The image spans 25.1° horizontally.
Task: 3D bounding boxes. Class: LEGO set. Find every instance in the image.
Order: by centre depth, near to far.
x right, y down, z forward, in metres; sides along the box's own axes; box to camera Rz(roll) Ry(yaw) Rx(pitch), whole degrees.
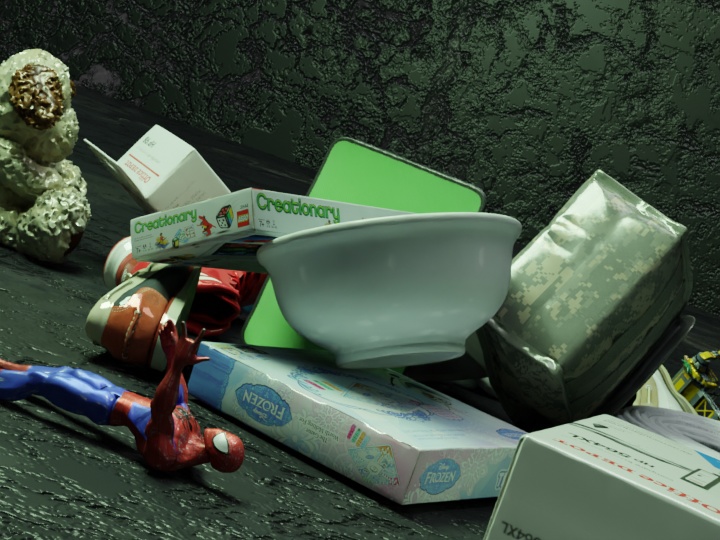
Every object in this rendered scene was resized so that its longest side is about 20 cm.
[{"bbox_3d":[0.413,0.129,1.598,0.199,0.116,0.154,21,30,-33],"label":"LEGO set"}]

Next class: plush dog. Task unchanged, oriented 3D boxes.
[{"bbox_3d":[-0.314,-0.118,1.478,0.159,0.174,0.200,17,8,-14],"label":"plush dog"}]

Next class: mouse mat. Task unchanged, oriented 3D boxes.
[{"bbox_3d":[0.000,0.000,1.331,0.160,0.202,0.008,23,-4,30],"label":"mouse mat"}]

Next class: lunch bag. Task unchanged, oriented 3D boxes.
[{"bbox_3d":[0.187,0.050,1.317,0.117,0.164,0.201,38,-15,29],"label":"lunch bag"}]

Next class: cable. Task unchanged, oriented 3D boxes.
[{"bbox_3d":[0.288,0.171,1.305,0.198,0.070,0.200,17,8,-14],"label":"cable"}]

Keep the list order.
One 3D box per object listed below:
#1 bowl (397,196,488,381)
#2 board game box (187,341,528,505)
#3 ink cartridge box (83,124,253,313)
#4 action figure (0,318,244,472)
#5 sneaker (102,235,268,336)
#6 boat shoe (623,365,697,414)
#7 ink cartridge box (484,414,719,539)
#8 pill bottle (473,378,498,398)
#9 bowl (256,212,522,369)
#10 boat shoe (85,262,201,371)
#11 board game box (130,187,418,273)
[{"bbox_3d":[0.055,0.031,1.423,0.200,0.075,0.199,41,-25,-24],"label":"bowl"},{"bbox_3d":[0.011,0.108,1.161,0.198,0.044,0.199,22,7,34],"label":"board game box"},{"bbox_3d":[-0.162,-0.063,1.521,0.200,0.067,0.116,51,-9,-29],"label":"ink cartridge box"},{"bbox_3d":[-0.149,0.054,0.966,0.198,0.100,0.065,24,10,17],"label":"action figure"},{"bbox_3d":[-0.117,0.023,1.413,0.198,0.079,0.115,-4,29,-41],"label":"sneaker"},{"bbox_3d":[0.264,0.122,1.589,0.068,0.075,0.200,22,7,-18],"label":"boat shoe"},{"bbox_3d":[0.183,0.162,1.045,0.145,0.085,0.200,22,7,21],"label":"ink cartridge box"},{"bbox_3d":[0.164,0.060,1.617,0.115,0.117,0.200,20,8,7],"label":"pill bottle"},{"bbox_3d":[0.025,0.021,1.181,0.198,0.092,0.201,-5,-9,-1],"label":"bowl"},{"bbox_3d":[-0.162,0.027,1.233,0.062,0.072,0.200,16,12,-2],"label":"boat shoe"},{"bbox_3d":[-0.061,-0.026,1.235,0.125,0.035,0.199,-12,-11,37],"label":"board game box"}]
